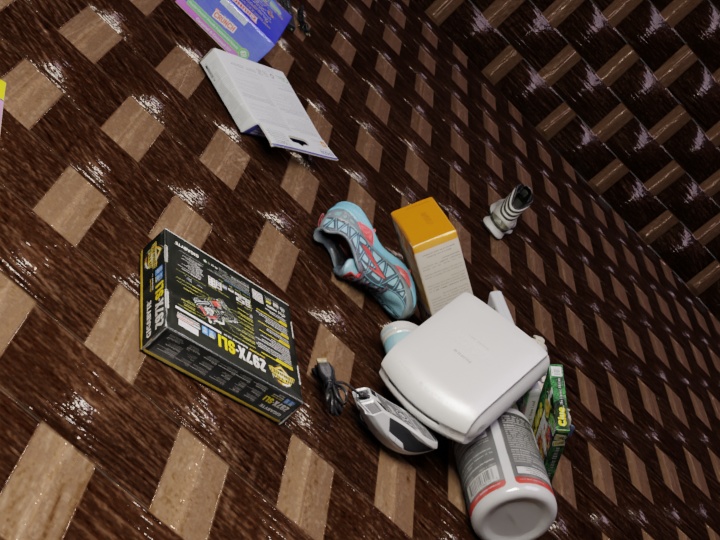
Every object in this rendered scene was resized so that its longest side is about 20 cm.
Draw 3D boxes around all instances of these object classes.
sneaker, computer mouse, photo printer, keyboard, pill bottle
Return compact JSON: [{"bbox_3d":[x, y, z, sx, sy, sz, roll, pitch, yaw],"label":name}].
[{"bbox_3d":[0.000,0.000,1.597,0.201,0.079,0.095,52,45,3],"label":"sneaker"},{"bbox_3d":[0.339,-0.137,2.359,0.076,0.115,0.200,48,22,-1],"label":"sneaker"},{"bbox_3d":[0.018,0.183,1.343,0.199,0.044,0.110,36,6,-29],"label":"computer mouse"},{"bbox_3d":[0.134,0.132,1.445,0.166,0.070,0.199,38,49,25],"label":"photo printer"},{"bbox_3d":[0.108,0.143,1.561,0.198,0.074,0.083,21,42,-34],"label":"sneaker"},{"bbox_3d":[-0.153,-0.548,2.217,0.126,0.021,0.202,33,28,-34],"label":"keyboard"},{"bbox_3d":[0.186,0.257,1.454,0.115,0.116,0.202,35,27,-30],"label":"pill bottle"}]

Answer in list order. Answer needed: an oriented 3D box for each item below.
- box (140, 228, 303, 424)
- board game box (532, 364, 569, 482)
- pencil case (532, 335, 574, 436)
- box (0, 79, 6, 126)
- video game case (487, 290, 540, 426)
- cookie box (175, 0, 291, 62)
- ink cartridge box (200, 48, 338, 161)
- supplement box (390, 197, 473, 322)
[{"bbox_3d":[-0.156,0.062,1.213,0.199,0.049,0.161,34,30,-34],"label":"box"},{"bbox_3d":[0.255,0.231,1.490,0.023,0.202,0.106,5,48,0],"label":"board game box"},{"bbox_3d":[0.293,0.195,1.786,0.077,0.089,0.201,36,25,-27],"label":"pencil case"},{"bbox_3d":[-0.420,-0.128,0.957,0.175,0.097,0.202,33,27,-34],"label":"box"},{"bbox_3d":[0.215,0.166,1.612,0.022,0.184,0.202,-5,43,-11],"label":"video game case"},{"bbox_3d":[-0.215,-0.454,1.878,0.171,0.075,0.201,44,23,-14],"label":"cookie box"},{"bbox_3d":[-0.145,-0.252,1.737,0.199,0.040,0.202,6,48,-60],"label":"ink cartridge box"},{"bbox_3d":[0.116,0.011,1.623,0.126,0.072,0.203,-118,-171,-61],"label":"supplement box"}]
